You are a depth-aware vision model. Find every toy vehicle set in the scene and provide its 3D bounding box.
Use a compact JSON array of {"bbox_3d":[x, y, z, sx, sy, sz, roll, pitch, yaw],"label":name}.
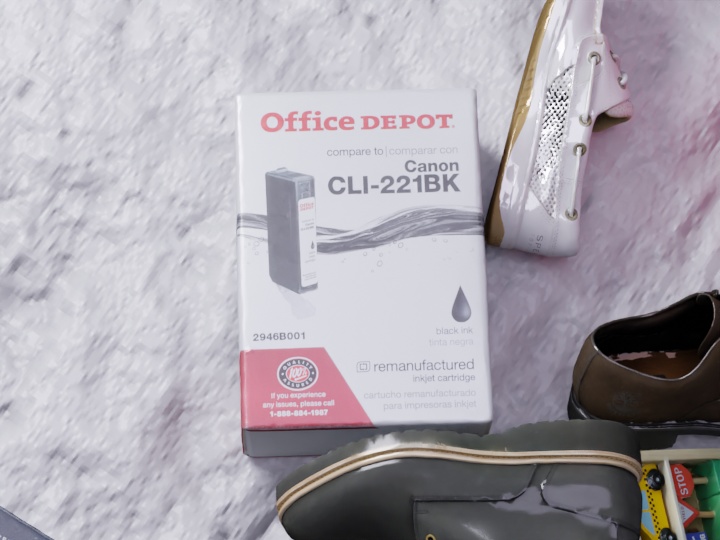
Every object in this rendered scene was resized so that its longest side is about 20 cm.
[{"bbox_3d":[0.174,0.201,1.384,0.124,0.026,0.202,0,72,-37],"label":"toy vehicle set"}]

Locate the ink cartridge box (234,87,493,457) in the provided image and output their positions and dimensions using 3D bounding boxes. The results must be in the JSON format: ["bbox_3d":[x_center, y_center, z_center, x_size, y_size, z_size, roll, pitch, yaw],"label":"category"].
[{"bbox_3d":[0.000,0.000,1.435,0.143,0.084,0.202,-2,74,-2],"label":"ink cartridge box"}]

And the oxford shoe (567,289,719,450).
[{"bbox_3d":[0.220,0.051,1.423,0.198,0.085,0.073,-9,47,-8],"label":"oxford shoe"}]

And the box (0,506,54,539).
[{"bbox_3d":[-0.250,0.216,1.355,0.147,0.104,0.201,31,76,6],"label":"box"}]

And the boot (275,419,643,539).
[{"bbox_3d":[0.053,0.159,1.308,0.198,0.078,0.139,-11,58,14],"label":"boot"}]

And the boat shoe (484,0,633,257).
[{"bbox_3d":[0.129,-0.104,1.480,0.069,0.071,0.202,15,83,1],"label":"boat shoe"}]
